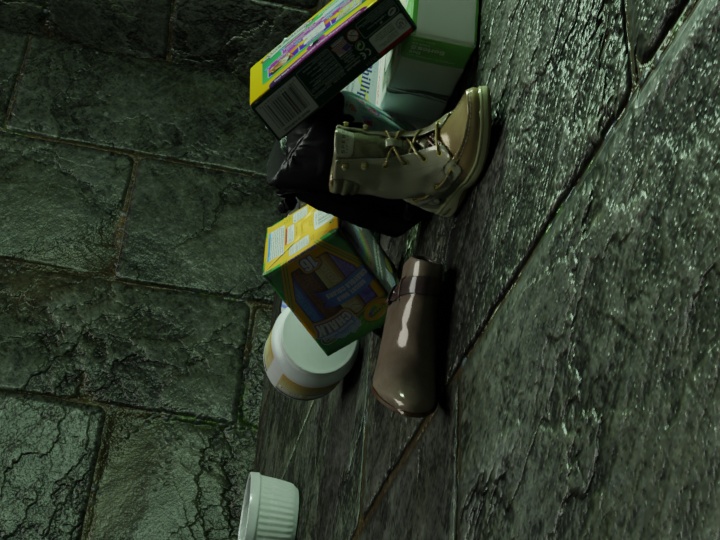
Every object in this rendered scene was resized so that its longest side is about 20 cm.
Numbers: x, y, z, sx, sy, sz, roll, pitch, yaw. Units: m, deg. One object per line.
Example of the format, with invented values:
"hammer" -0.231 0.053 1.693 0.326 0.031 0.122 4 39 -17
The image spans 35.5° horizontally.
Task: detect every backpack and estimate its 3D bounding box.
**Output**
"backpack" 0.001 -0.133 1.389 0.167 0.198 0.128 -46 31 38

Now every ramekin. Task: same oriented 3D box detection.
"ramekin" -0.189 0.520 2.303 0.200 0.103 0.203 -171 90 -83

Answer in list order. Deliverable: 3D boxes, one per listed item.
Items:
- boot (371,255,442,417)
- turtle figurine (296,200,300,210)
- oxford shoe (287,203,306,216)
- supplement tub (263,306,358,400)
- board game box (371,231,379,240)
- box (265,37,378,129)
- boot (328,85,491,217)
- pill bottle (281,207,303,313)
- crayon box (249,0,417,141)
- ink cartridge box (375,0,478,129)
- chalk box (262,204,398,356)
"boot" 0.058 0.061 1.213 0.200 0.069 0.148 -122 44 -77
"turtle figurine" -0.091 -0.216 2.107 0.195 0.143 0.200 59 172 -22
"oxford shoe" -0.158 -0.107 2.898 0.072 0.072 0.202 110 167 -49
"supplement tub" -0.080 0.127 1.836 0.200 0.142 0.147 125 153 -71
"board game box" 0.000 0.000 1.852 0.200 0.023 0.106 116 160 -64
"box" -0.054 -0.300 1.930 0.184 0.197 0.107 135 145 -76
"boot" 0.048 -0.129 1.178 0.201 0.152 0.073 113 164 -60
"pill bottle" -0.078 -0.010 2.086 0.114 0.112 0.203 -159 78 -82
"crayon box" -0.037 -0.255 1.301 0.199 0.058 0.173 -37 21 11
"ink cartridge box" 0.080 -0.285 1.382 0.200 0.083 0.147 117 160 -64
"chalk box" -0.026 0.017 1.508 0.201 0.123 0.125 54 -164 -26
